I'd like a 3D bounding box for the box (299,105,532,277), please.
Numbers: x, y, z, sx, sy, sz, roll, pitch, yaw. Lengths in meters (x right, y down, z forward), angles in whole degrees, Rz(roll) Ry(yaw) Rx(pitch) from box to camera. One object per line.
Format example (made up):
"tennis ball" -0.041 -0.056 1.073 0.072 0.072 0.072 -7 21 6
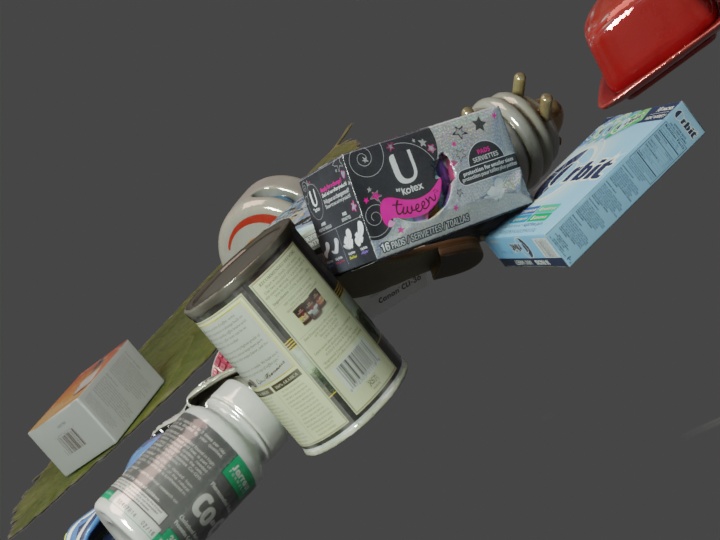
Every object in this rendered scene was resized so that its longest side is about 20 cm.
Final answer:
"box" 0.057 -0.085 1.383 0.198 0.116 0.132 -21 0 -25

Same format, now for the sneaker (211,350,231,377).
"sneaker" -0.143 0.119 1.816 0.200 0.080 0.075 -50 -10 -51

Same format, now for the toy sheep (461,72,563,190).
"toy sheep" 0.173 -0.154 1.611 0.199 0.139 0.138 -30 6 -22

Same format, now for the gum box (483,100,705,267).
"gum box" 0.236 -0.086 1.351 0.200 0.045 0.170 -43 10 -11

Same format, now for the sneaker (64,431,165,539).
"sneaker" -0.276 0.286 1.601 0.201 0.074 0.082 -51 14 -10

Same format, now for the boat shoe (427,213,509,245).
"boat shoe" 0.122 -0.051 1.567 0.075 0.062 0.199 -45 13 -36

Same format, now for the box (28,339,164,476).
"box" -0.470 0.244 2.346 0.152 0.107 0.200 -34 13 31

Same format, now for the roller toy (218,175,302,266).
"roller toy" -0.135 -0.047 2.126 0.199 0.183 0.140 -35 13 26

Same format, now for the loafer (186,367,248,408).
"loafer" -0.104 0.132 1.495 0.197 0.071 0.070 -21 -17 15

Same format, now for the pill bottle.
"pill bottle" -0.176 0.218 1.396 0.200 0.113 0.113 -46 12 -22

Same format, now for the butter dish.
"butter dish" 0.348 -0.324 1.635 0.199 0.148 0.200 -36 11 24

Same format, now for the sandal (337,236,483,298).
"sandal" 0.033 -0.024 1.482 0.209 0.070 0.078 -10 -27 -20

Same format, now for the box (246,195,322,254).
"box" -0.044 -0.063 1.581 0.135 0.040 0.200 -20 14 26

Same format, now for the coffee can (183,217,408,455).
"coffee can" -0.067 0.070 1.369 0.146 0.201 0.147 -38 11 9

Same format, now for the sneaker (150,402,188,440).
"sneaker" -0.197 0.186 1.717 0.199 0.074 0.079 -34 7 34

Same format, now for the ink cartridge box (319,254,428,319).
"ink cartridge box" 0.000 0.000 1.606 0.116 0.068 0.199 -30 30 -22
